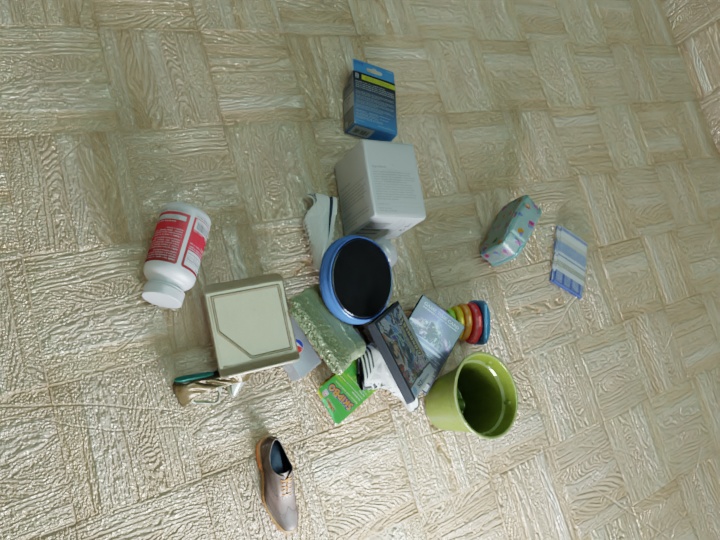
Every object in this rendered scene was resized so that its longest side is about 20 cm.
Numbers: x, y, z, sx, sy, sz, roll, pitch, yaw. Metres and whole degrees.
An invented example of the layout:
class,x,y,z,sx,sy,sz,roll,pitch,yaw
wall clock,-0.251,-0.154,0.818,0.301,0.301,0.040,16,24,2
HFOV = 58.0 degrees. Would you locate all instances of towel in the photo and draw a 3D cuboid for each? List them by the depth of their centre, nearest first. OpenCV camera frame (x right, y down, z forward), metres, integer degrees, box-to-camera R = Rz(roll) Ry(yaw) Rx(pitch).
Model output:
class,x,y,z,sx,sy,sz,roll,pitch,yaw
towel,-0.073,0.128,1.470,0.203,0.036,0.148,55,31,2
towel,0.664,-0.028,2.069,0.144,0.024,0.206,25,64,-25

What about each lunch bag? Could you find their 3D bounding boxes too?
class,x,y,z,sx,sy,sz,roll,pitch,yaw
lunch bag,0.432,-0.114,1.878,0.076,0.160,0.202,37,64,-8

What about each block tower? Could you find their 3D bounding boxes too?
class,x,y,z,sx,sy,sz,roll,pitch,yaw
block tower,-0.001,0.160,1.583,0.199,0.058,0.055,-39,95,-32

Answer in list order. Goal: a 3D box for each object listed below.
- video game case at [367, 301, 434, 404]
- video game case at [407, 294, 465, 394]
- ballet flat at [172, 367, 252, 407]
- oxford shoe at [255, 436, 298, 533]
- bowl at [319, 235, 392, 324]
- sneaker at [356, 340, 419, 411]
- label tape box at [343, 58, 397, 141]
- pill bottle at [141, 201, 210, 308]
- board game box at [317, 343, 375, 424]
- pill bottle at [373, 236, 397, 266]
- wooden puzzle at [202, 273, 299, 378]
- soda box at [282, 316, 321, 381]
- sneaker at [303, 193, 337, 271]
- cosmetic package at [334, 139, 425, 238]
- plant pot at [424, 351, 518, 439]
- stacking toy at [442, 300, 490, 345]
class,x,y,z,sx,sy,sz,roll,pitch,yaw
video game case,0.100,0.190,1.544,0.204,0.025,0.180,63,26,-1
video game case,0.161,0.187,1.646,0.141,0.019,0.203,35,77,-7
ballet flat,-0.299,0.241,1.375,0.195,0.067,0.075,-14,101,-34
oxford shoe,-0.170,0.453,1.370,0.070,0.072,0.206,-14,82,-34
bowl,-0.005,0.020,1.502,0.196,0.039,0.208,5,82,-37
sneaker,0.054,0.272,1.555,0.114,0.075,0.204,-34,100,-20
label tape box,0.026,-0.468,1.803,0.139,0.066,0.207,9,67,-29
pill bottle,-0.392,-0.031,1.373,0.110,0.112,0.206,21,64,-23
board game box,-0.017,0.270,1.552,0.198,0.030,0.097,-36,97,-37
pill bottle,0.000,0.000,1.601,0.198,0.110,0.113,-36,93,-34
wooden puzzle,-0.236,0.116,1.399,0.180,0.037,0.206,-9,76,-27
soda box,-0.175,0.146,1.475,0.068,0.063,0.203,-34,93,-32
sneaker,-0.107,-0.094,1.601,0.078,0.077,0.206,11,64,-15
cosmetic package,0.047,-0.204,1.666,0.160,0.164,0.207,-1,75,-31
plant pot,0.258,0.320,1.609,0.195,0.183,0.207,10,69,-27
stacking toy,0.236,0.139,1.717,0.193,0.109,0.121,0,87,-19
